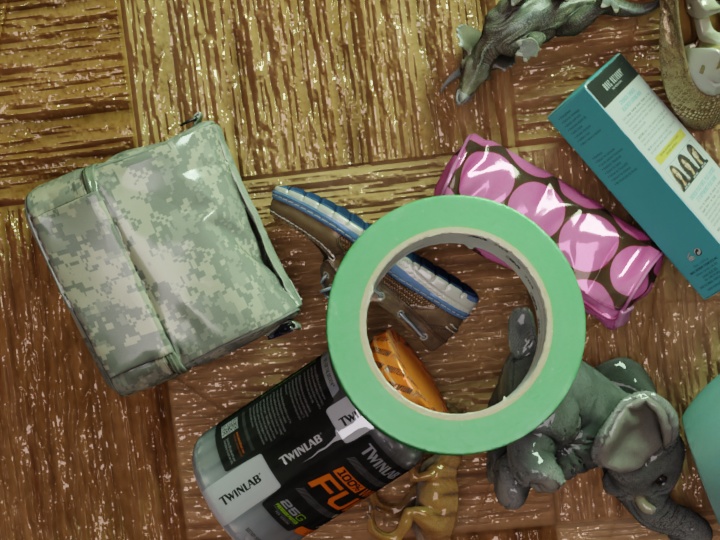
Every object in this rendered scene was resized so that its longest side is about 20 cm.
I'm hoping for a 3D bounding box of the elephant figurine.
[{"bbox_3d":[0.212,0.137,1.090,0.199,0.155,0.142,4,52,-6],"label":"elephant figurine"}]

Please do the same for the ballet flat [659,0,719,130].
[{"bbox_3d":[0.275,-0.201,1.040,0.070,0.065,0.201,-25,116,-15],"label":"ballet flat"}]

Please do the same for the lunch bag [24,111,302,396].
[{"bbox_3d":[-0.157,-0.012,1.086,0.167,0.139,0.201,-24,93,7],"label":"lunch bag"}]

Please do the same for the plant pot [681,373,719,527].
[{"bbox_3d":[0.354,0.147,1.036,0.160,0.201,0.201,-22,93,14],"label":"plant pot"}]

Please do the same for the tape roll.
[{"bbox_3d":[0.073,0.043,1.011,0.200,0.048,0.201,0,82,-1],"label":"tape roll"}]

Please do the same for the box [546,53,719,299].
[{"bbox_3d":[0.249,-0.079,1.071,0.200,0.082,0.049,49,132,-1],"label":"box"}]

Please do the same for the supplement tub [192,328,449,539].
[{"bbox_3d":[-0.031,0.142,1.092,0.200,0.123,0.123,-34,92,11],"label":"supplement tub"}]

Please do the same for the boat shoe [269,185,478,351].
[{"bbox_3d":[0.000,0.000,1.108,0.200,0.072,0.073,32,98,1],"label":"boat shoe"}]

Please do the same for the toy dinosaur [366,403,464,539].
[{"bbox_3d":[0.059,0.219,1.129,0.106,0.060,0.201,3,95,3],"label":"toy dinosaur"}]

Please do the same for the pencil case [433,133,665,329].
[{"bbox_3d":[0.153,-0.027,1.084,0.200,0.094,0.091,29,134,4],"label":"pencil case"}]

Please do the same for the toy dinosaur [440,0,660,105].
[{"bbox_3d":[0.153,-0.212,1.071,0.200,0.102,0.077,-29,100,-3],"label":"toy dinosaur"}]
